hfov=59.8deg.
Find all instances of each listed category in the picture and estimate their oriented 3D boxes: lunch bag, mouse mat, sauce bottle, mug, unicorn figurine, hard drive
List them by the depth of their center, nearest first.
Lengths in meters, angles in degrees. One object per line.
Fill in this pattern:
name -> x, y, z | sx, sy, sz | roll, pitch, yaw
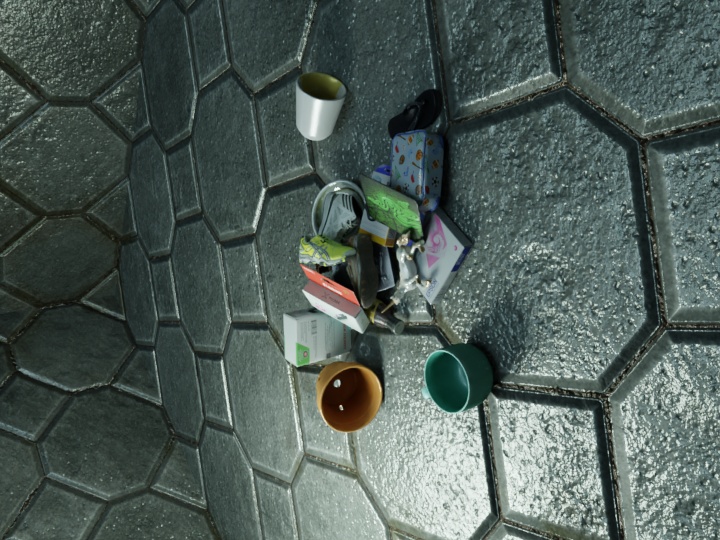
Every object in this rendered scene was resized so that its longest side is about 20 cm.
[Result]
mug -> 0.234, 0.251, 1.513 | 0.183, 0.112, 0.157 | 12, 107, 52
lunch bag -> 0.133, -0.248, 1.552 | 0.159, 0.074, 0.206 | 6, 91, 56
mouse mat -> 0.078, -0.153, 1.567 | 0.198, 0.008, 0.163 | 31, 153, 34
unicorn figurine -> 0.121, 0.008, 1.595 | 0.137, 0.072, 0.206 | 175, 99, -65
hard drive -> 0.011, -0.001, 1.771 | 0.196, 0.042, 0.139 | -14, 87, 32
sauce bottle -> 0.048, 0.116, 1.775 | 0.199, 0.065, 0.068 | 31, 121, 46
mug -> -0.117, -0.479, 1.838 | 0.147, 0.187, 0.155 | 25, 133, 10

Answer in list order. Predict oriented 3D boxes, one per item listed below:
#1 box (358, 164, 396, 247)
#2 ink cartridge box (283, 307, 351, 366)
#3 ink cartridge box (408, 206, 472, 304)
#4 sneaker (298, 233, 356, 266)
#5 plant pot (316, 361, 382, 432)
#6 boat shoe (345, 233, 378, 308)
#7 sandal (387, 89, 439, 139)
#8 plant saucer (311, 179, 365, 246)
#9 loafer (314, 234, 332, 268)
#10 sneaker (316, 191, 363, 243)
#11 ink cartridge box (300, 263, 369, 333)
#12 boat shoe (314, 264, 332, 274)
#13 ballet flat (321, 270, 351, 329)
box -> 0.064, -0.178, 1.689 | 0.118, 0.041, 0.205 | 27, 106, 47
ink cartridge box -> -0.131, 0.193, 1.922 | 0.083, 0.196, 0.150 | 16, 110, 52
ink cartridge box -> 0.174, -0.055, 1.588 | 0.201, 0.043, 0.199 | 52, 135, 31
sneaker -> -0.097, -0.058, 1.690 | 0.196, 0.075, 0.079 | 2, 104, 38
plant pot -> -0.048, 0.359, 1.871 | 0.140, 0.195, 0.206 | -154, 61, -66
boat shoe -> 0.000, 0.000, 1.716 | 0.071, 0.074, 0.206 | 3, 99, 49
sandal -> 0.129, -0.384, 1.574 | 0.199, 0.042, 0.078 | -30, 74, 52
plant saucer -> -0.052, -0.160, 1.830 | 0.196, 0.050, 0.206 | -2, 87, 31
loafer -> -0.056, -0.040, 1.880 | 0.201, 0.070, 0.073 | 52, 134, 9
sneaker -> -0.054, -0.116, 1.757 | 0.113, 0.075, 0.206 | 8, 90, 32
ink cartridge box -> -0.080, 0.080, 1.741 | 0.197, 0.044, 0.175 | 26, 160, 29
boat shoe -> -0.107, -0.021, 1.949 | 0.202, 0.066, 0.073 | 58, 138, 28
ballet flat -> -0.050, 0.086, 1.862 | 0.071, 0.072, 0.202 | -3, 125, 52
